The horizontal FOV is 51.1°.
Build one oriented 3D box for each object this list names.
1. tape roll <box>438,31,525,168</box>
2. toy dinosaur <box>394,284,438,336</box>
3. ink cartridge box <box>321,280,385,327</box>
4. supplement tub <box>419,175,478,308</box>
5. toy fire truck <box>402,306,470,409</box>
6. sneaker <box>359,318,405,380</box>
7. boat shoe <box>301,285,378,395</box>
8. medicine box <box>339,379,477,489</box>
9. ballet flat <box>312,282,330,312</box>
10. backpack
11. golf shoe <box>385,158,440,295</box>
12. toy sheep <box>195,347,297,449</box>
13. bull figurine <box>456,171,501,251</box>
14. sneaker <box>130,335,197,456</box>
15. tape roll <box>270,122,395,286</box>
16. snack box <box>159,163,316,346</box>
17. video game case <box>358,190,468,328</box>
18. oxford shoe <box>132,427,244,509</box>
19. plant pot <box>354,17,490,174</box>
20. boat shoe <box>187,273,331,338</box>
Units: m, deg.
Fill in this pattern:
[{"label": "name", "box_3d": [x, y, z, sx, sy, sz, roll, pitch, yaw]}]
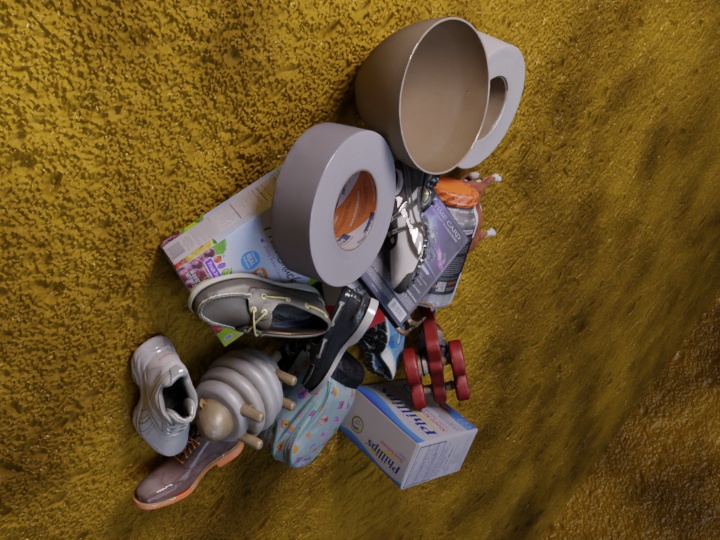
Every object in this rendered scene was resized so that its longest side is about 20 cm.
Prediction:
[{"label": "tape roll", "box_3d": [0.177, -0.269, 1.196, 0.201, 0.070, 0.205, -37, 144, -33]}, {"label": "toy dinosaur", "box_3d": [0.060, 0.054, 1.248, 0.200, 0.102, 0.058, -43, 170, 17]}, {"label": "ink cartridge box", "box_3d": [0.000, 0.000, 1.152, 0.115, 0.067, 0.204, -21, 105, -38]}, {"label": "supplement tub", "box_3d": [0.126, -0.050, 1.278, 0.121, 0.122, 0.203, -9, 124, -44]}, {"label": "toy fire truck", "box_3d": [0.135, 0.153, 1.426, 0.110, 0.170, 0.202, -11, 137, 4]}, {"label": "sneaker", "box_3d": [0.038, 0.105, 1.356, 0.090, 0.077, 0.202, -55, 151, -33]}, {"label": "boat shoe", "box_3d": [-0.044, 0.100, 1.094, 0.201, 0.060, 0.076, -56, -172, 30]}, {"label": "medicine box", "box_3d": [0.093, 0.309, 1.460, 0.198, 0.181, 0.105, 3, 116, -49]}, {"label": "ballet flat", "box_3d": [-0.051, 0.046, 1.200, 0.198, 0.067, 0.063, -27, 145, -33]}, {"label": "backpack", "box_3d": [-0.089, 0.215, 1.231, 0.201, 0.126, 0.167, -53, 147, 1]}, {"label": "golf shoe", "box_3d": [0.053, -0.067, 1.087, 0.093, 0.078, 0.204, 15, 71, -15]}, {"label": "toy sheep", "box_3d": [-0.170, 0.180, 1.105, 0.200, 0.136, 0.140, -41, 147, -54]}, {"label": "bull figurine", "box_3d": [0.196, -0.089, 1.379, 0.121, 0.065, 0.203, -31, 139, -35]}, {"label": "sneaker", "box_3d": [-0.263, 0.195, 1.038, 0.077, 0.099, 0.203, -27, 135, -32]}, {"label": "tape roll", "box_3d": [-0.031, -0.085, 0.975, 0.200, 0.065, 0.204, -38, 136, -46]}, {"label": "snack box", "box_3d": [-0.144, -0.019, 1.020, 0.199, 0.068, 0.170, -36, 140, -13]}, {"label": "video game case", "box_3d": [0.070, -0.036, 1.139, 0.144, 0.019, 0.200, 51, 60, -17]}, {"label": "oxford shoe", "box_3d": [-0.261, 0.279, 1.136, 0.199, 0.070, 0.074, -34, 137, -43]}, {"label": "plant pot", "box_3d": [0.069, -0.247, 1.041, 0.198, 0.133, 0.204, -22, 121, -42]}, {"label": "boat shoe", "box_3d": [-0.127, 0.052, 0.989, 0.199, 0.061, 0.073, 6, 123, -37]}]
